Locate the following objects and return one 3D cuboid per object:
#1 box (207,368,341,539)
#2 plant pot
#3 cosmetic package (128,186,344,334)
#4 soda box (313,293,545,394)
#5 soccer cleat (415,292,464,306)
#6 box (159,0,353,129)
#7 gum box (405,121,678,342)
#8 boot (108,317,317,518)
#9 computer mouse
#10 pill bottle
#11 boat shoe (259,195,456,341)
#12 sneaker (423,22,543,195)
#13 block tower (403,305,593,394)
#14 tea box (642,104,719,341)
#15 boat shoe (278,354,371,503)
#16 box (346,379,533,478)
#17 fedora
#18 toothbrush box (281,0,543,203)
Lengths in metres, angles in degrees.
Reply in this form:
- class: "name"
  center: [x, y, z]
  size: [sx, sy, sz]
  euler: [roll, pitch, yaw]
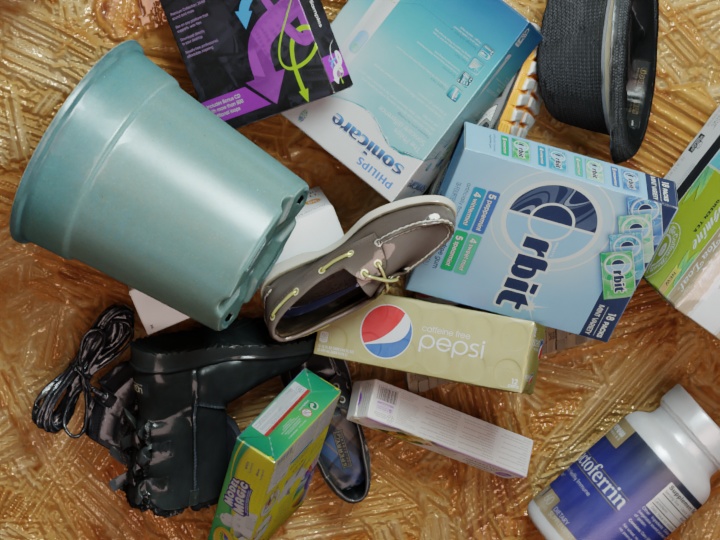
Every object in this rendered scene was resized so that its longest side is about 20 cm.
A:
- class: "box"
  center: [-0.085, 0.196, 1.680]
  size: [0.048, 0.117, 0.200]
  euler: [31, 135, 15]
- class: "plant pot"
  center: [-0.163, -0.059, 1.538]
  size: [0.196, 0.200, 0.201]
  euler: [32, 99, 4]
- class: "cosmetic package"
  center: [-0.115, -0.012, 1.656]
  size: [0.199, 0.083, 0.051]
  euler: [-23, 110, -4]
- class: "soda box"
  center: [0.064, 0.063, 1.647]
  size: [0.199, 0.064, 0.068]
  euler: [10, 88, 16]
- class: "soccer cleat"
  center: [0.137, -0.030, 1.707]
  size: [0.199, 0.068, 0.073]
  euler: [-24, 113, 1]
- class: "box"
  center: [-0.104, -0.229, 1.554]
  size: [0.143, 0.036, 0.201]
  euler: [-16, 98, 36]
- class: "gum box"
  center: [0.160, -0.031, 1.622]
  size: [0.199, 0.045, 0.170]
  euler: [15, 129, -9]
- class: "boot"
  center: [-0.133, 0.135, 1.653]
  size: [0.198, 0.073, 0.163]
  euler: [-8, 111, -31]
- class: "computer mouse"
  center: [-0.198, 0.134, 1.702]
  size: [0.200, 0.053, 0.139]
  euler: [37, 86, -15]
- class: "pill bottle"
  center: [0.273, 0.213, 1.783]
  size: [0.200, 0.116, 0.116]
  euler: [-42, 110, 3]
- class: "boat shoe"
  center: [0.000, 0.000, 1.583]
  size: [0.200, 0.060, 0.072]
  euler: [-26, 136, 18]
- class: "sneaker"
  center: [0.115, -0.139, 1.668]
  size: [0.077, 0.078, 0.201]
  euler: [23, 89, 20]
- class: "block tower"
  center: [0.132, 0.057, 1.731]
  size: [0.199, 0.058, 0.054]
  euler: [-17, 139, -7]
- class: "tea box"
  center: [0.368, -0.039, 1.680]
  size: [0.133, 0.197, 0.200]
  euler: [34, 98, -18]
- class: "boat shoe"
  center: [-0.034, 0.135, 1.725]
  size: [0.070, 0.066, 0.201]
  euler: [-17, 109, -6]
- class: "box"
  center: [0.078, 0.154, 1.738]
  size: [0.200, 0.039, 0.042]
  euler: [22, 71, -30]
- class: "fedora"
  center: [0.213, -0.199, 1.639]
  size: [0.091, 0.201, 0.201]
  euler: [6, 108, 19]
- class: "toothbrush box"
  center: [0.042, -0.177, 1.601]
  size: [0.146, 0.085, 0.200]
  euler: [38, 96, 13]
